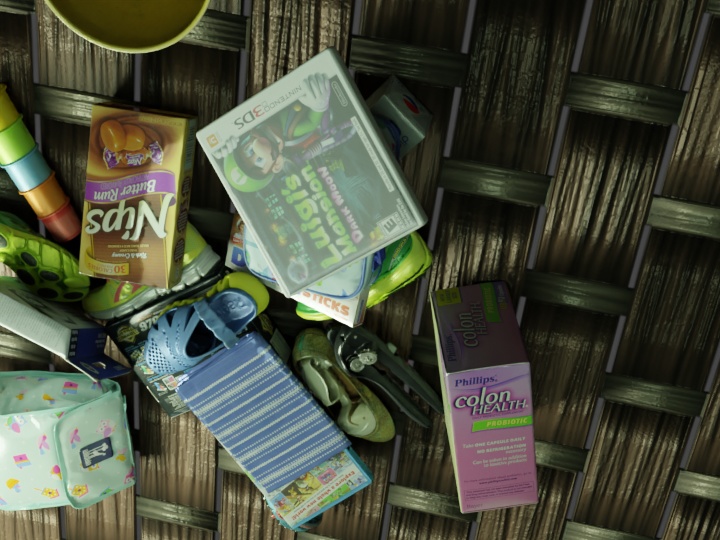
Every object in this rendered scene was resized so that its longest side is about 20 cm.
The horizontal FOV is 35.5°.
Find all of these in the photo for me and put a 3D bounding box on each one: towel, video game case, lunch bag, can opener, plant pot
[{"bbox_3d":[-0.125,0.180,1.426,0.144,0.024,0.201,-32,109,20],"label":"towel"},{"bbox_3d":[-0.096,0.230,1.467,0.142,0.018,0.201,-33,102,22],"label":"video game case"},{"bbox_3d":[-0.041,-0.077,1.218,0.158,0.082,0.203,13,111,18],"label":"lunch bag"},{"bbox_3d":[-0.052,-0.097,1.160,0.180,0.023,0.202,-27,96,25],"label":"video game case"},{"bbox_3d":[0.039,0.130,1.426,0.199,0.079,0.063,39,109,-22],"label":"can opener"},{"bbox_3d":[-0.411,0.232,1.550,0.196,0.123,0.173,-2,119,3],"label":"lunch bag"},{"bbox_3d":[-0.223,-0.344,1.144,0.196,0.143,0.203,5,122,8],"label":"plant pot"}]

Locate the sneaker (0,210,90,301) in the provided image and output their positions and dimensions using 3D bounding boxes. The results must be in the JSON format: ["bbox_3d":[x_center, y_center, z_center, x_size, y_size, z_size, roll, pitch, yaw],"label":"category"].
[{"bbox_3d":[-0.422,-0.032,1.410,0.198,0.084,0.075,29,112,0],"label":"sneaker"}]

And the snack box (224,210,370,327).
[{"bbox_3d":[-0.075,-0.005,1.332,0.198,0.024,0.073,24,113,28],"label":"snack box"}]

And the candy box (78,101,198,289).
[{"bbox_3d":[-0.261,-0.088,1.321,0.115,0.056,0.204,9,103,6],"label":"candy box"}]

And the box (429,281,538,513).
[{"bbox_3d":[0.147,0.148,1.336,0.095,0.177,0.203,-8,119,2],"label":"box"}]

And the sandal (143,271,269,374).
[{"bbox_3d":[-0.200,0.076,1.370,0.079,0.088,0.199,43,126,-17],"label":"sandal"}]

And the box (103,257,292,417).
[{"bbox_3d":[-0.211,0.091,1.463,0.198,0.046,0.160,-24,113,24],"label":"box"}]

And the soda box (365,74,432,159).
[{"bbox_3d":[-0.012,-0.126,1.278,0.068,0.064,0.199,43,120,-13],"label":"soda box"}]

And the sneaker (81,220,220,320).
[{"bbox_3d":[-0.274,-0.008,1.407,0.198,0.078,0.091,-25,106,17],"label":"sneaker"}]

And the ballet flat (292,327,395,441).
[{"bbox_3d":[-0.025,0.165,1.457,0.070,0.071,0.201,-25,113,24],"label":"ballet flat"}]

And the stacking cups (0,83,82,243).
[{"bbox_3d":[-0.404,-0.128,1.372,0.060,0.061,0.202,-16,122,20],"label":"stacking cups"}]

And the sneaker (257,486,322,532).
[{"bbox_3d":[-0.092,0.272,1.529,0.094,0.080,0.202,-20,115,20],"label":"sneaker"}]

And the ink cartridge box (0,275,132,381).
[{"bbox_3d":[-0.380,0.067,1.395,0.198,0.200,0.041,29,88,0],"label":"ink cartridge box"}]

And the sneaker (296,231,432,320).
[{"bbox_3d":[0.000,0.000,1.351,0.199,0.074,0.085,-30,80,33],"label":"sneaker"}]
